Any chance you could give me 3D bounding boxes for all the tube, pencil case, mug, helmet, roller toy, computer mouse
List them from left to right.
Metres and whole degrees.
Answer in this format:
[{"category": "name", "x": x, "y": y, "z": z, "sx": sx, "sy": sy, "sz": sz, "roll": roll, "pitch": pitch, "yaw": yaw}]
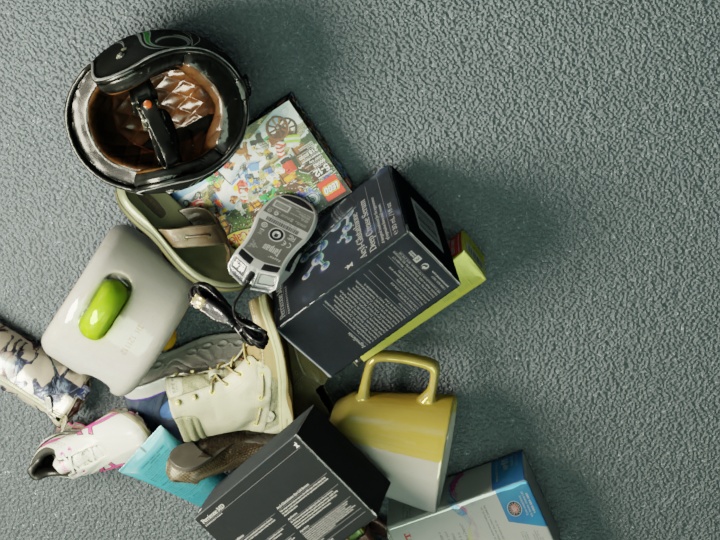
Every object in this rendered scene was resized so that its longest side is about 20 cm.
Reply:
[{"category": "pencil case", "x": -0.443, "y": 0.125, "z": 1.698, "sx": 0.199, "sy": 0.090, "sz": 0.078, "roll": 31, "pitch": 112, "yaw": -8}, {"category": "roller toy", "x": -0.284, "y": 0.050, "z": 1.607, "sx": 0.139, "sy": 0.200, "sz": 0.183, "roll": 33, "pitch": 133, "yaw": -10}, {"category": "helmet", "x": -0.229, "y": -0.180, "z": 1.503, "sx": 0.199, "sy": 0.190, "sz": 0.201, "roll": -4, "pitch": 99, "yaw": -25}, {"category": "tube", "x": -0.223, "y": 0.266, "z": 1.711, "sx": 0.078, "sy": 0.050, "sz": 0.200, "roll": -51, "pitch": 138, "yaw": -3}, {"category": "computer mouse", "x": -0.113, "y": -0.005, "z": 1.548, "sx": 0.109, "sy": 0.200, "sz": 0.044, "roll": 27, "pitch": 148, "yaw": 10}, {"category": "mug", "x": 0.040, "y": 0.202, "z": 1.689, "sx": 0.152, "sy": 0.149, "sz": 0.188, "roll": 10, "pitch": 80, "yaw": 9}]

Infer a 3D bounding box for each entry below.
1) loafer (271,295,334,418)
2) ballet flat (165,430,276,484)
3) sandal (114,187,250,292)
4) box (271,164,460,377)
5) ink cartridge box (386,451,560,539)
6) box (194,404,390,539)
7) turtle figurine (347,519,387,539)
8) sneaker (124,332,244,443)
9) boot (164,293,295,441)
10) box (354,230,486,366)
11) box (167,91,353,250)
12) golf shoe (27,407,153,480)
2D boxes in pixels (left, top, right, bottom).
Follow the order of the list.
[{"category": "loafer", "x": -0.074, "y": 0.112, "z": 1.682, "sx": 0.067, "sy": 0.076, "sz": 0.201, "roll": -7, "pitch": 120, "yaw": 4}, {"category": "ballet flat", "x": -0.163, "y": 0.230, "z": 1.690, "sx": 0.067, "sy": 0.199, "sz": 0.047, "roll": 36, "pitch": 128, "yaw": 34}, {"category": "sandal", "x": -0.203, "y": -0.048, "z": 1.566, "sx": 0.201, "sy": 0.080, "sz": 0.057, "roll": 40, "pitch": 128, "yaw": -8}, {"category": "box", "x": 0.000, "y": 0.000, "z": 1.574, "sx": 0.200, "sy": 0.149, "sz": 0.107, "roll": -37, "pitch": 123, "yaw": 16}, {"category": "ink cartridge box", "x": 0.151, "y": 0.346, "z": 1.756, "sx": 0.199, "sy": 0.085, "sz": 0.145, "roll": -22, "pitch": 110, "yaw": 11}, {"category": "box", "x": -0.084, "y": 0.282, "z": 1.621, "sx": 0.141, "sy": 0.079, "sz": 0.200, "roll": 45, "pitch": 119, "yaw": -9}, {"category": "turtle figurine", "x": -0.060, "y": 0.363, "z": 1.746, "sx": 0.199, "sy": 0.144, "sz": 0.195, "roll": -22, "pitch": 106, "yaw": 8}, {"category": "sneaker", "x": -0.201, "y": 0.170, "z": 1.717, "sx": 0.199, "sy": 0.081, "sz": 0.147, "roll": -15, "pitch": 125, "yaw": 0}, {"category": "boot", "x": -0.161, "y": 0.123, "z": 1.602, "sx": 0.154, "sy": 0.072, "sz": 0.201, "roll": -6, "pitch": 125, "yaw": 0}, {"category": "box", "x": 0.061, "y": 0.034, "z": 1.637, "sx": 0.200, "sy": 0.075, "sz": 0.050, "roll": -34, "pitch": 107, "yaw": 17}, {"category": "box", "x": -0.128, "y": -0.105, "z": 1.608, "sx": 0.199, "sy": 0.038, "sz": 0.137, "roll": -31, "pitch": 107, "yaw": 15}, {"category": "golf shoe", "x": -0.344, "y": 0.234, "z": 1.697, "sx": 0.199, "sy": 0.092, "sz": 0.073, "roll": -18, "pitch": 110, "yaw": 40}]
